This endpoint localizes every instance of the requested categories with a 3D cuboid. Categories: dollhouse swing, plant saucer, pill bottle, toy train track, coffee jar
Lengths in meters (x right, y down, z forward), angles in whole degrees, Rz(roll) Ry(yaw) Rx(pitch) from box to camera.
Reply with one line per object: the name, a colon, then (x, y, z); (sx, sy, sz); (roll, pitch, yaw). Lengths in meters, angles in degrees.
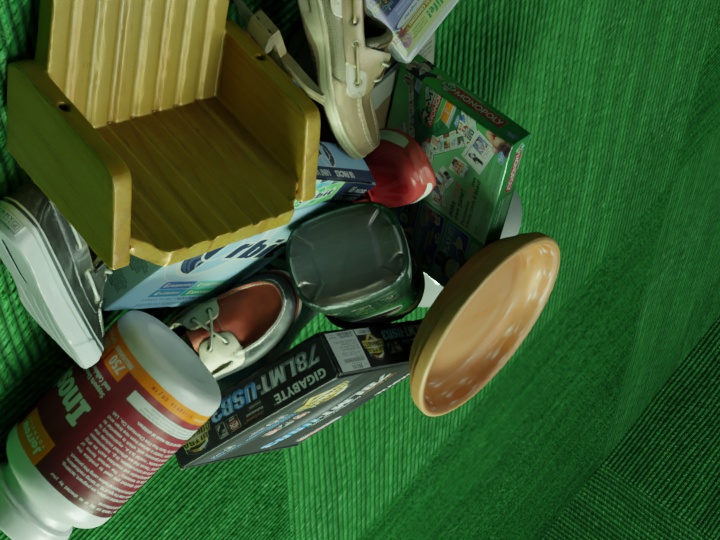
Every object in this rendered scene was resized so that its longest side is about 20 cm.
dollhouse swing: (-0.119, -0.140, 1.086); (0.199, 0.182, 0.177); (-21, 148, -44)
plant saucer: (0.110, 0.045, 1.457); (0.200, 0.037, 0.201); (-42, 154, -25)
pill bottle: (-0.220, 0.139, 1.310); (0.200, 0.113, 0.113); (-45, 159, 6)
toy train track: (-0.071, -0.155, 1.268); (0.032, 0.115, 0.200); (-40, 166, -4)
coffee jar: (0.000, 0.000, 1.396); (0.103, 0.086, 0.200); (-17, 170, 4)

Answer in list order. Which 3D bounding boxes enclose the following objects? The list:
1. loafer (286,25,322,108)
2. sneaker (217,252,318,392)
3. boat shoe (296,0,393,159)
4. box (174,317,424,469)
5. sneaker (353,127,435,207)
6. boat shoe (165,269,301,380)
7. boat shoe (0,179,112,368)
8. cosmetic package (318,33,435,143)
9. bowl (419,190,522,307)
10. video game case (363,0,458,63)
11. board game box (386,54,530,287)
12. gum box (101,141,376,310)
loafer: (0.006, -0.231, 1.357); (0.201, 0.070, 0.070); (-59, 158, 7)
sneaker: (-0.092, 0.026, 1.501); (0.201, 0.079, 0.131); (-55, 163, -31)
boat shoe: (-0.005, -0.176, 1.274); (0.072, 0.064, 0.201); (-90, 168, -47)
box: (-0.050, 0.114, 1.466); (0.199, 0.050, 0.198); (-32, 164, 26)
sneaker: (-0.024, -0.063, 1.406); (0.115, 0.079, 0.199); (-38, -165, -28)
boat shoe: (-0.139, 0.063, 1.382); (0.199, 0.072, 0.062); (-30, 165, 23)
boat shoe: (-0.222, 0.004, 1.196); (0.071, 0.072, 0.201); (-43, 153, -20)
cosmetic package: (0.012, -0.146, 1.487); (0.105, 0.071, 0.201); (-45, 156, -25)
bowl: (0.109, -0.023, 1.715); (0.201, 0.090, 0.201); (-41, -171, 8)
video game case: (0.047, -0.306, 1.302); (0.201, 0.022, 0.182); (-52, 130, -12)
board game box: (0.075, -0.080, 1.434); (0.029, 0.134, 0.201); (-33, 150, -36)
gum box: (-0.106, -0.038, 1.312); (0.199, 0.045, 0.170); (-34, 166, 22)
